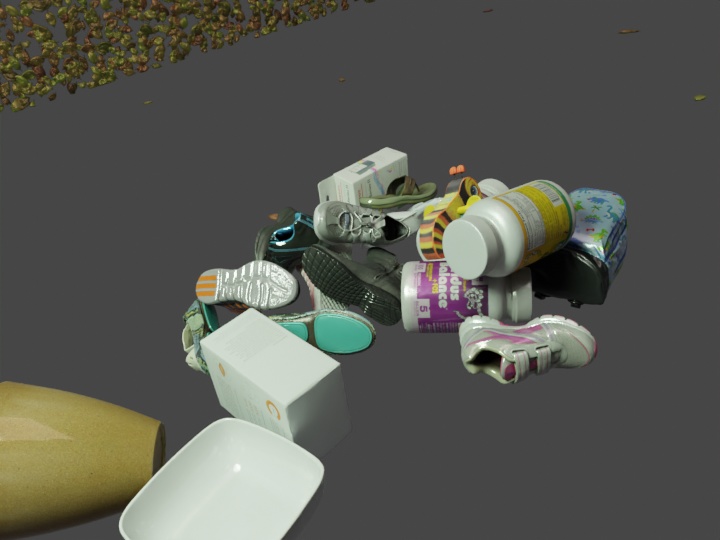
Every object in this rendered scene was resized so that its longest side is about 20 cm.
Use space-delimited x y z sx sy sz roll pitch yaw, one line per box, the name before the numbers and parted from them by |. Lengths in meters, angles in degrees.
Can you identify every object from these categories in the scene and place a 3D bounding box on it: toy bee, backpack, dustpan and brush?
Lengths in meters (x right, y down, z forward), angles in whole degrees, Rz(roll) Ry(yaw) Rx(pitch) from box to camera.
toy bee | 0.155 -0.107 1.025 0.129 0.111 0.200 -17 16 35
backpack | 0.369 -0.046 1.050 0.161 0.158 0.198 14 27 42
dustpan and brush | 0.094 -0.101 1.194 0.139 0.058 0.198 -37 21 -35

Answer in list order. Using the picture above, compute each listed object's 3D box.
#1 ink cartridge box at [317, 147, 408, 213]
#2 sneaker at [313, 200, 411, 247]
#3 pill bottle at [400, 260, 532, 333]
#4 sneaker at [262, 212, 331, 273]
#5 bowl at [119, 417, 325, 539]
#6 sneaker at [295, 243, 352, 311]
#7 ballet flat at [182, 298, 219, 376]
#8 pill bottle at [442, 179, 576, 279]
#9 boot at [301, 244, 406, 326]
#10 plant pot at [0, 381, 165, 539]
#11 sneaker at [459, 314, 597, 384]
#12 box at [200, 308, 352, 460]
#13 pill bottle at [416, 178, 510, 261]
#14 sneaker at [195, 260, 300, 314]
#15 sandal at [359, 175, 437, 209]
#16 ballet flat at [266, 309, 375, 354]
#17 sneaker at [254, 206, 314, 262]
ink cartridge box | 0.011 -0.161 1.311 0.198 0.119 0.067 -32 42 -30
sneaker | 0.005 -0.083 1.075 0.197 0.077 0.081 2 -5 -44
pill bottle | 0.165 0.040 0.982 0.195 0.114 0.113 -2 34 11
sneaker | -0.141 -0.032 1.115 0.199 0.081 0.074 -36 36 26
bowl | -0.153 0.284 0.739 0.196 0.076 0.200 15 42 32
sneaker | -0.069 0.016 1.125 0.104 0.075 0.204 -30 43 40
ballet flat | -0.254 0.124 1.022 0.073 0.076 0.201 -17 32 -11
pill bottle | 0.215 -0.057 0.916 0.197 0.115 0.112 -21 33 -36
boot | 0.000 0.000 1.073 0.198 0.070 0.133 36 38 -7
plant pot | -0.351 0.236 0.788 0.194 0.190 0.188 1 32 -7
sneaker | 0.230 0.121 0.886 0.195 0.083 0.089 -3 35 24
box | -0.117 0.159 0.867 0.097 0.127 0.198 -33 40 -32
pill bottle | 0.198 -0.084 1.158 0.108 0.112 0.199 19 43 36
sneaker | -0.169 0.034 1.059 0.195 0.112 0.080 3 77 27
sandal | 0.083 -0.163 1.280 0.198 0.059 0.079 -14 12 -39
ballet flat | -0.069 0.094 0.998 0.195 0.076 0.075 2 35 11
sneaker | -0.145 -0.060 1.249 0.089 0.077 0.201 12 41 17
